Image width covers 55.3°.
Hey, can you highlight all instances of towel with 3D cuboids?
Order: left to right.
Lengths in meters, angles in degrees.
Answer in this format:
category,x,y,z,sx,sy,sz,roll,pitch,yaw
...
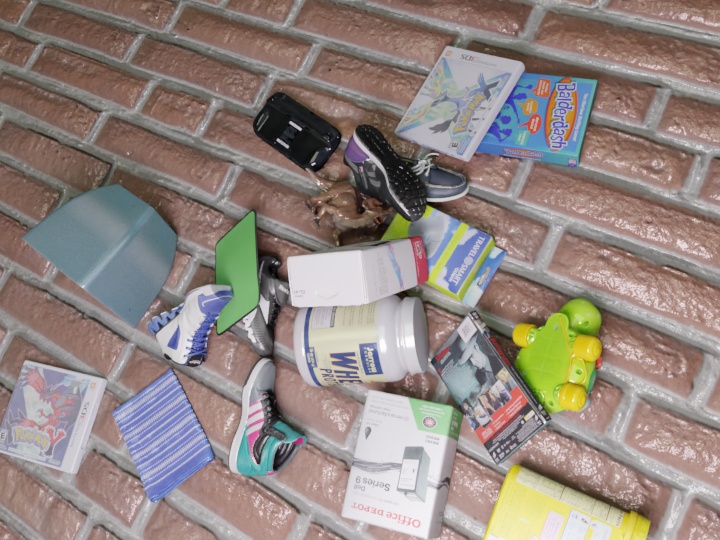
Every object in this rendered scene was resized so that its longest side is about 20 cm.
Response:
category,x,y,z,sx,sy,sz,roll,pitch,yaw
towel,-0.363,0.300,1.256,0.145,0.024,0.200,-36,65,2

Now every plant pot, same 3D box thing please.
category,x,y,z,sx,sy,sz,roll,pitch,yaw
plant pot,-0.476,-0.047,1.330,0.195,0.197,0.200,31,73,25

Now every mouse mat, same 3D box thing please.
category,x,y,z,sx,sy,sz,roll,pitch,yaw
mouse mat,-0.230,0.004,1.271,0.161,0.008,0.201,-34,54,43

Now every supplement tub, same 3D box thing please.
category,x,y,z,sx,sy,sz,roll,pitch,yaw
supplement tub,0.004,0.114,1.136,0.199,0.145,0.146,-7,69,16

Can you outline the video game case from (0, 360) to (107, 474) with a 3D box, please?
category,x,y,z,sx,sy,sz,roll,pitch,yaw
video game case,-0.606,0.282,1.340,0.199,0.023,0.183,8,74,20

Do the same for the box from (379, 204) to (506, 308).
category,x,y,z,sx,sy,sz,roll,pitch,yaw
box,0.138,-0.034,1.200,0.199,0.048,0.122,29,82,25

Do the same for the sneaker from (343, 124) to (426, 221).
category,x,y,z,sx,sy,sz,roll,pitch,yaw
sneaker,0.041,-0.155,1.209,0.201,0.075,0.088,58,138,19

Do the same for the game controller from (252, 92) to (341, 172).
category,x,y,z,sx,sy,sz,roll,pitch,yaw
game controller,-0.132,-0.280,1.384,0.200,0.042,0.105,38,100,26

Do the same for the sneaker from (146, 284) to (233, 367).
category,x,y,z,sx,sy,sz,roll,pitch,yaw
sneaker,-0.302,0.112,1.267,0.199,0.080,0.116,-32,73,28

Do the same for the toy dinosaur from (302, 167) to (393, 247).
category,x,y,z,sx,sy,sz,roll,pitch,yaw
toy dinosaur,-0.023,-0.123,1.265,0.135,0.086,0.200,-32,59,3

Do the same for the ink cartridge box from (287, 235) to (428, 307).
category,x,y,z,sx,sy,sz,roll,pitch,yaw
ink cartridge box,0.000,0.000,1.118,0.147,0.200,0.086,-5,94,33

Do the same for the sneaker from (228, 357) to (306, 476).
category,x,y,z,sx,sy,sz,roll,pitch,yaw
sneaker,-0.146,0.255,1.167,0.120,0.084,0.201,8,82,25

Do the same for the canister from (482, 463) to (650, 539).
category,x,y,z,sx,sy,sz,roll,pitch,yaw
canister,0.290,0.382,0.984,0.199,0.087,0.149,20,78,24

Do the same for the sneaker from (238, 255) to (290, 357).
category,x,y,z,sx,sy,sz,roll,pitch,yaw
sneaker,-0.168,0.056,1.255,0.090,0.066,0.201,-17,65,14

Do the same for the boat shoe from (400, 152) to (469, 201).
category,x,y,z,sx,sy,sz,roll,pitch,yaw
boat shoe,0.100,-0.177,1.246,0.199,0.062,0.075,16,45,25

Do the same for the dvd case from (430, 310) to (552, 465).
category,x,y,z,sx,sy,sz,roll,pitch,yaw
dvd case,0.195,0.182,1.066,0.022,0.146,0.200,-15,59,-35

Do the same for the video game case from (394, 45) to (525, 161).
category,x,y,z,sx,sy,sz,roll,pitch,yaw
video game case,0.178,-0.312,1.263,0.182,0.022,0.201,29,87,41

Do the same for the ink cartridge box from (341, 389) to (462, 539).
category,x,y,z,sx,sy,sz,roll,pitch,yaw
ink cartridge box,0.068,0.304,1.082,0.145,0.084,0.201,7,74,20

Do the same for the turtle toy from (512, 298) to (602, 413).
category,x,y,z,sx,sy,sz,roll,pitch,yaw
turtle toy,0.310,0.133,1.054,0.145,0.101,0.201,10,74,48

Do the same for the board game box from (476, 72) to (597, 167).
category,x,y,z,sx,sy,sz,roll,pitch,yaw
board game box,0.307,-0.276,1.232,0.199,0.045,0.153,12,75,21
